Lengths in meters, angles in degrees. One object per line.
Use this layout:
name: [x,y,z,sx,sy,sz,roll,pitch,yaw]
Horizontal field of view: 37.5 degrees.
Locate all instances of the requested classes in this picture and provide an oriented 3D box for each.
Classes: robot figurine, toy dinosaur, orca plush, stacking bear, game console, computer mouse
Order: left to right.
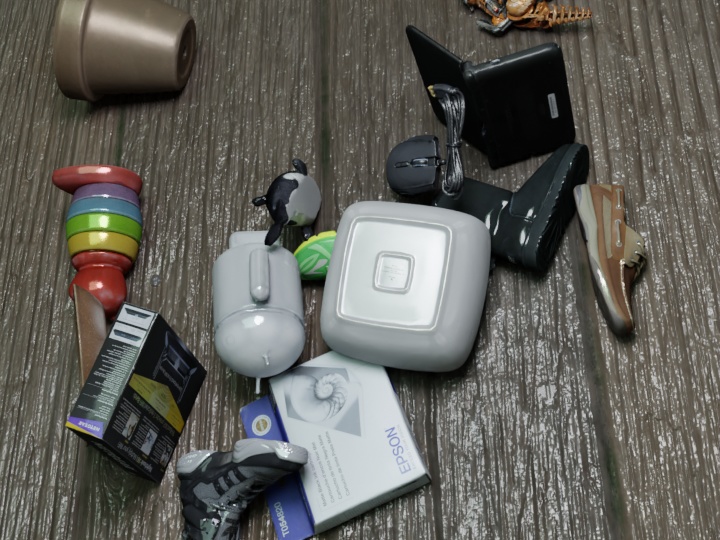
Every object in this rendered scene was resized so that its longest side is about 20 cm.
stacking bear: [-0.359,-0.033,1.469,0.112,0.121,0.203,-9,70,21]
robot figurine: [-0.127,0.046,1.315,0.111,0.170,0.202,-4,56,-5]
orca plush: [-0.106,-0.078,1.370,0.070,0.106,0.201,-8,25,13]
computer mouse: [0.073,-0.162,1.337,0.045,0.200,0.143,1,94,-21]
game console: [0.168,-0.234,1.341,0.174,0.200,0.118,-16,60,9]
toy dinosaur: [0.232,-0.386,1.483,0.198,0.102,0.137,28,89,10]

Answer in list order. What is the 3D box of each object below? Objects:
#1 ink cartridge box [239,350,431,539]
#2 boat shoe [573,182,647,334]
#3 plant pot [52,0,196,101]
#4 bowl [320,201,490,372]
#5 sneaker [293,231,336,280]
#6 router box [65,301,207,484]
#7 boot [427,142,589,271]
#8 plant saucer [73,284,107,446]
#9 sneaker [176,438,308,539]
ink cartridge box: [-0.040,0.202,1.274,0.198,0.041,0.201,-26,58,4]
boat shoe: [0.305,-0.022,1.261,0.071,0.076,0.202,-11,62,10]
plant pot: [-0.344,-0.341,1.593,0.172,0.201,0.203,12,66,2]
bowl: [0.048,0.011,1.263,0.197,0.075,0.202,8,78,16]
sneaker: [0.000,0.000,1.348,0.197,0.074,0.084,1,59,18]
router box: [-0.263,0.152,1.279,0.052,0.201,0.159,14,67,16]
boot: [0.184,-0.090,1.341,0.161,0.074,0.200,15,65,32]
plant saucer: [-0.336,0.117,1.333,0.036,0.201,0.202,-4,58,-16]
sneaker: [-0.139,0.264,1.240,0.198,0.075,0.115,-17,64,36]
